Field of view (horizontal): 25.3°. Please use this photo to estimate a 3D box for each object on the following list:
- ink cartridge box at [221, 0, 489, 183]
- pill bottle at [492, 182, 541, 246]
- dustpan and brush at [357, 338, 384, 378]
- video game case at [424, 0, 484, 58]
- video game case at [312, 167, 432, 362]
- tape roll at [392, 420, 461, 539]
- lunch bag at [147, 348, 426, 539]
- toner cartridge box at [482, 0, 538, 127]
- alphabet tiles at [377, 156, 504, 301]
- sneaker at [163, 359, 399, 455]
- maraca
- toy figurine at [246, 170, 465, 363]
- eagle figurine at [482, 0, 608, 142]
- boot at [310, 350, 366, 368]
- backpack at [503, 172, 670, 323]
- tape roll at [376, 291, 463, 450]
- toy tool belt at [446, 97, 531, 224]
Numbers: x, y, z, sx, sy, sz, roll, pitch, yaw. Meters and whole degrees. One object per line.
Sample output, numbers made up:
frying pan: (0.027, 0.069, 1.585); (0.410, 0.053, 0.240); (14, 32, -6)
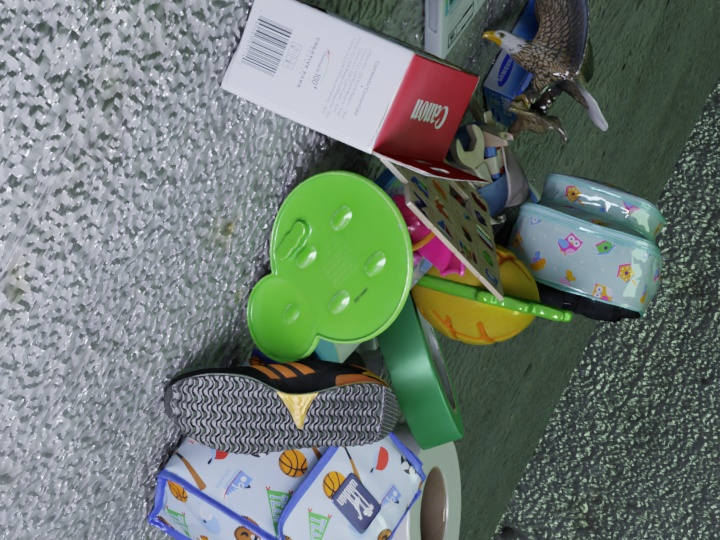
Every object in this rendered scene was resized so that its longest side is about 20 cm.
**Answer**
ink cartridge box: (0.017, -0.139, 1.246); (0.084, 0.175, 0.200); (-67, 165, 9)
pill bottle: (0.129, -0.030, 1.882); (0.200, 0.114, 0.114); (-45, 155, -48)
dustpan and brush: (0.006, 0.121, 1.746); (0.200, 0.057, 0.140); (-112, -153, -53)
video game case: (0.118, -0.328, 1.561); (0.200, 0.024, 0.182); (-56, 162, -25)
video game case: (0.010, -0.009, 1.552); (0.200, 0.018, 0.143); (-47, 143, -11)
tape roll: (0.022, 0.275, 1.839); (0.203, 0.139, 0.203); (0, 90, -70)
lunch bag: (-0.060, 0.194, 1.441); (0.170, 0.200, 0.124); (-52, 169, -34)
toner cartridge box: (0.211, -0.274, 1.902); (0.200, 0.043, 0.095); (-61, 162, -13)
alphabet tiles: (0.059, -0.081, 1.442); (0.008, 0.200, 0.167); (-36, -153, 20)
sneaker: (-0.071, 0.112, 1.389); (0.090, 0.200, 0.070); (-122, -145, -74)
maraca: (0.128, 0.025, 1.632); (0.137, 0.200, 0.107); (9, 94, -31)
toy figurine: (0.017, -0.004, 1.464); (0.200, 0.150, 0.184); (-48, 159, 29)
eagle figurine: (0.209, -0.252, 1.757); (0.151, 0.152, 0.200); (25, 82, -33)
boot: (-0.056, 0.171, 1.691); (0.200, 0.069, 0.174); (-54, 170, -1)
backpack: (0.246, -0.022, 1.750); (0.200, 0.176, 0.153); (-18, 128, -76)
tape roll: (0.059, 0.092, 1.735); (0.200, 0.048, 0.201); (-19, 90, -84)
toy tool belt: (0.108, -0.114, 1.732); (0.200, 0.125, 0.123); (-38, 116, -64)
